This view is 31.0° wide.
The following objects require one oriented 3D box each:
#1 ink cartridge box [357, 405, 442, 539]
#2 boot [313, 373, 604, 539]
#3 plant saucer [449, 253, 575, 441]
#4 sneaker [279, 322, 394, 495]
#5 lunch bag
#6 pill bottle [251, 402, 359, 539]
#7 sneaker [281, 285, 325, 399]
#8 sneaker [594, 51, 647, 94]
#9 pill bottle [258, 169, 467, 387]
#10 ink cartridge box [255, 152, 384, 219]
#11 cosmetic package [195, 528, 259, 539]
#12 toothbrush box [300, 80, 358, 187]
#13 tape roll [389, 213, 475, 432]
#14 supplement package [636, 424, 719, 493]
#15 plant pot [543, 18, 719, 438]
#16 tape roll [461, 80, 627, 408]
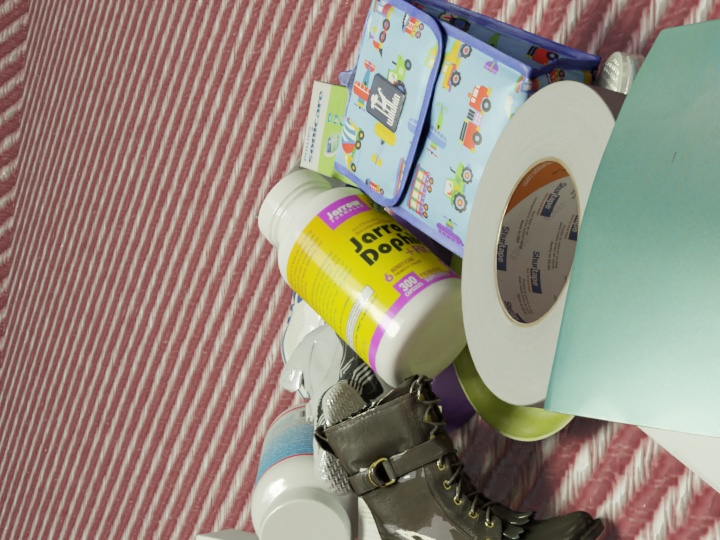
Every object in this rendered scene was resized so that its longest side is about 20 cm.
[{"bbox_3d":[0.062,0.220,1.137,0.147,0.075,0.203,-10,78,61],"label":"ink cartridge box"},{"bbox_3d":[0.072,0.164,1.012,0.198,0.069,0.176,-21,87,18],"label":"boot"},{"bbox_3d":[0.137,0.033,1.036,0.199,0.031,0.203,3,93,58],"label":"plant saucer"},{"bbox_3d":[-0.020,0.117,1.151,0.115,0.075,0.202,-37,33,48],"label":"sneaker"},{"bbox_3d":[0.061,-0.117,0.977,0.199,0.093,0.152,31,121,36],"label":"lunch bag"},{"bbox_3d":[-0.049,0.213,1.253,0.200,0.107,0.110,-87,11,-73],"label":"pill bottle"},{"bbox_3d":[-0.027,0.030,1.350,0.115,0.080,0.202,-43,46,53],"label":"sneaker"},{"bbox_3d":[0.200,-0.100,0.967,0.200,0.081,0.075,122,159,-81],"label":"sneaker"},{"bbox_3d":[0.000,0.000,1.091,0.200,0.104,0.105,43,124,31],"label":"pill bottle"},{"bbox_3d":[-0.024,-0.075,1.244,0.037,0.094,0.201,-45,8,46],"label":"ink cartridge box"},{"bbox_3d":[-0.070,0.324,1.282,0.198,0.074,0.103,4,87,27],"label":"cosmetic package"},{"bbox_3d":[0.054,-0.109,1.157,0.200,0.144,0.087,28,109,59],"label":"toothbrush box"},{"bbox_3d":[0.051,0.051,1.215,0.200,0.065,0.203,-24,63,59],"label":"tape roll"},{"bbox_3d":[0.265,0.030,0.752,0.156,0.110,0.202,41,121,48],"label":"supplement package"},{"bbox_3d":[0.199,-0.017,0.644,0.141,0.140,0.203,2,82,55],"label":"plant pot"},{"bbox_3d":[0.136,-0.013,0.812,0.200,0.065,0.203,-170,90,-68],"label":"tape roll"}]
